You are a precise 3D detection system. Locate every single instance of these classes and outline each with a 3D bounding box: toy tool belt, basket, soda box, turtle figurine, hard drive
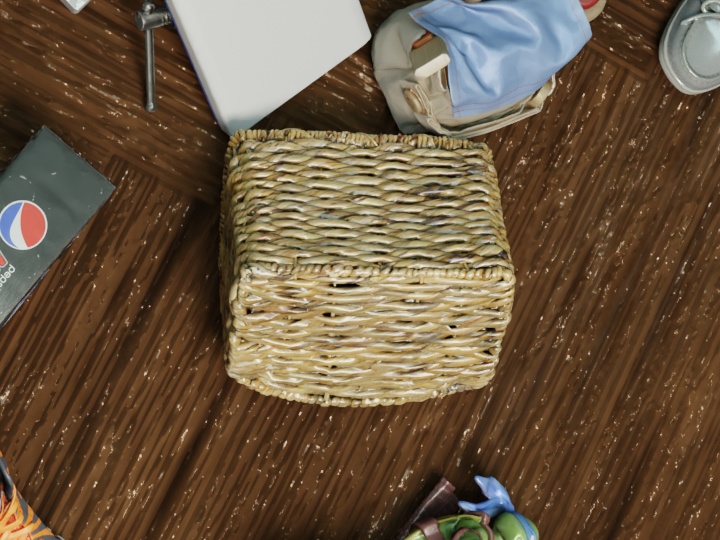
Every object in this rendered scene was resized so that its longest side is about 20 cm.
[{"bbox_3d":[0.109,-0.175,1.592,0.199,0.123,0.125,-29,92,-16],"label":"toy tool belt"},{"bbox_3d":[0.000,0.000,1.559,0.199,0.143,0.150,1,44,-9],"label":"basket"},{"bbox_3d":[-0.258,-0.001,1.510,0.071,0.063,0.200,41,77,-8],"label":"soda box"},{"bbox_3d":[0.048,0.247,1.524,0.193,0.144,0.201,-11,83,-11],"label":"turtle figurine"},{"bbox_3d":[-0.074,-0.205,1.533,0.132,0.025,0.201,-37,135,-16],"label":"hard drive"}]

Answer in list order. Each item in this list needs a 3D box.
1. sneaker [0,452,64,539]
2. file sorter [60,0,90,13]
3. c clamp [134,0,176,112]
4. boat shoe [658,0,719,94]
[{"bbox_3d":[-0.243,0.180,1.469,0.078,0.112,0.200,-42,95,-14],"label":"sneaker"},{"bbox_3d":[-0.213,-0.307,1.522,0.200,0.124,0.139,45,76,-7],"label":"file sorter"},{"bbox_3d":[-0.075,-0.218,1.569,0.199,0.027,0.172,-21,131,-22],"label":"c clamp"},{"bbox_3d":[0.310,-0.210,1.678,0.202,0.065,0.075,-36,94,-15],"label":"boat shoe"}]
